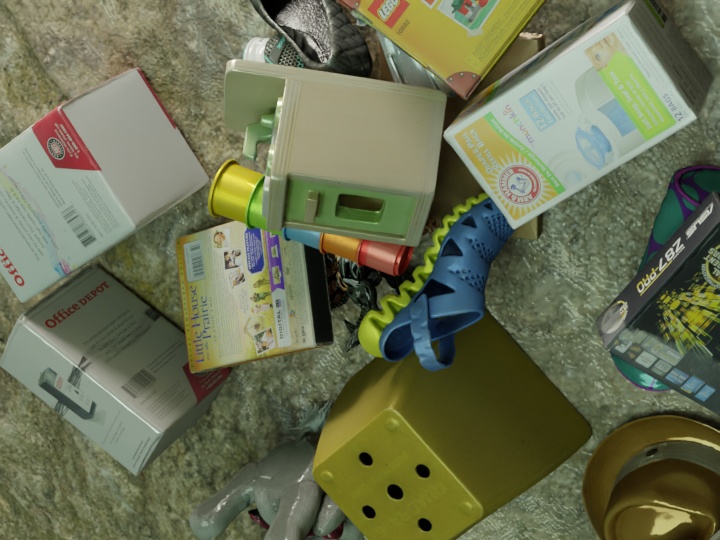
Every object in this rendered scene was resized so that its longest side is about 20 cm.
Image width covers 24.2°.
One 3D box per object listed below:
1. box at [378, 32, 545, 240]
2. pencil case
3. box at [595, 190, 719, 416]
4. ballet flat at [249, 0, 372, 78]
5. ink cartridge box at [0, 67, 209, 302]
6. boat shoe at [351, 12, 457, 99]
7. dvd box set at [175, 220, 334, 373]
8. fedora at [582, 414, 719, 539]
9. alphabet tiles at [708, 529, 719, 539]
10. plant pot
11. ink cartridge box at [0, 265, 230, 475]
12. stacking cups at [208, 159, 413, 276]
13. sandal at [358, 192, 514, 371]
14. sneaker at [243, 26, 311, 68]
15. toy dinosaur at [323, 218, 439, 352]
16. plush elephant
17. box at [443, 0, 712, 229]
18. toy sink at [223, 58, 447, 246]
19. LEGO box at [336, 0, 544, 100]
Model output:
[{"bbox_3d":[0.096,-0.133,1.588,0.163,0.021,0.201,10,117,24],"label":"box"},{"bbox_3d":[0.293,0.009,1.511,0.092,0.085,0.200,31,126,28],"label":"pencil case"},{"bbox_3d":[0.330,0.043,1.458,0.200,0.049,0.161,30,117,-23],"label":"box"},{"bbox_3d":[-0.054,-0.240,1.557,0.066,0.057,0.200,-47,54,8],"label":"ballet flat"},{"bbox_3d":[-0.294,-0.088,1.747,0.200,0.145,0.146,-28,98,35],"label":"ink cartridge box"},{"bbox_3d":[0.025,-0.239,1.526,0.071,0.070,0.201,-26,88,22],"label":"boat shoe"},{"bbox_3d":[-0.111,0.020,1.714,0.200,0.029,0.147,-15,79,45],"label":"dvd box set"},{"bbox_3d":[0.299,0.237,1.618,0.200,0.082,0.201,12,119,23],"label":"fedora"},{"bbox_3d":[0.341,0.288,1.598,0.167,0.008,0.200,13,132,-30],"label":"alphabet tiles"},{"bbox_3d":[0.070,0.174,1.657,0.200,0.176,0.200,49,126,0],"label":"plant pot"},{"bbox_3d":[-0.267,0.105,1.826,0.200,0.146,0.085,39,127,7],"label":"ink cartridge box"},{"bbox_3d":[-0.046,-0.049,1.604,0.200,0.061,0.061,20,121,18],"label":"stacking cups"},{"bbox_3d":[0.090,0.017,1.565,0.087,0.079,0.200,42,100,38],"label":"sandal"},{"bbox_3d":[-0.030,-0.150,1.620,0.091,0.078,0.200,-27,102,29],"label":"sneaker"},{"bbox_3d":[0.000,0.000,1.663,0.136,0.102,0.200,65,153,6],"label":"toy dinosaur"},{"bbox_3d":[-0.055,0.260,1.792,0.164,0.200,0.155,4,139,41],"label":"plush elephant"},{"bbox_3d":[0.189,-0.142,1.466,0.200,0.101,0.113,-31,101,29],"label":"box"},{"bbox_3d":[-0.032,-0.101,1.519,0.199,0.112,0.130,9,159,-2],"label":"toy sink"},{"bbox_3d":[0.094,-0.269,1.435,0.149,0.077,0.200,39,100,1],"label":"LEGO box"}]
